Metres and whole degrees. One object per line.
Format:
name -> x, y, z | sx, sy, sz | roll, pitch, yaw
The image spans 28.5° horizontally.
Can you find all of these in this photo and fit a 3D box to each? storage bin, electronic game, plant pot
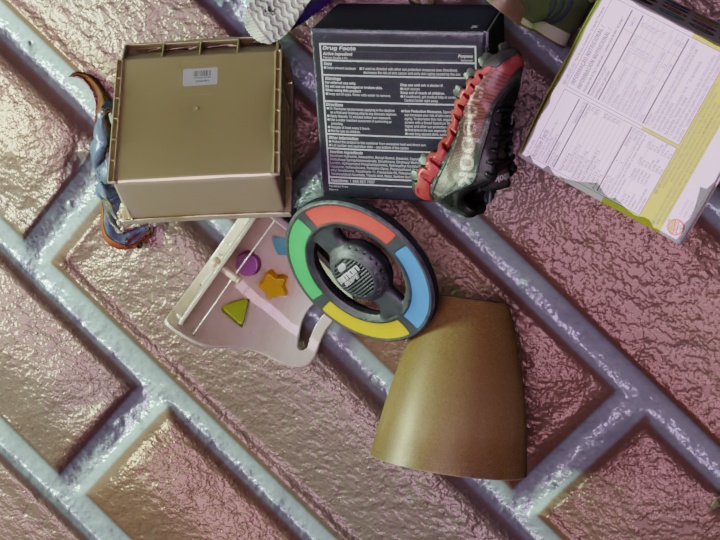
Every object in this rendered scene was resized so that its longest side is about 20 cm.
storage bin -> -0.184, -0.167, 1.660 | 0.200, 0.094, 0.199 | -3, 64, 5
electronic game -> 0.000, 0.000, 1.633 | 0.200, 0.042, 0.200 | 22, 137, 22
plant pot -> 0.116, 0.132, 1.679 | 0.186, 0.186, 0.200 | 7, 89, 14

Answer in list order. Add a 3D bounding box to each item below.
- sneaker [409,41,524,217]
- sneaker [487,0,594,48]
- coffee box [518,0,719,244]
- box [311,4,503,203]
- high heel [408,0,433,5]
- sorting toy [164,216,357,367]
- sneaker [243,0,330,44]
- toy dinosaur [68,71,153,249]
sneaker -> 0.131, -0.139, 1.485 | 0.098, 0.071, 0.201 | 41, 123, 23
sneaker -> 0.199, -0.305, 1.533 | 0.067, 0.200, 0.090 | 45, 108, 23
coffee box -> 0.311, -0.179, 1.524 | 0.198, 0.200, 0.200 | 29, 110, 7
box -> 0.060, -0.193, 1.608 | 0.200, 0.123, 0.199 | 4, 117, 14
high heel -> 0.019, -0.390, 1.642 | 0.142, 0.071, 0.200 | 7, 118, 36
sorting toy -> -0.106, 0.027, 1.747 | 0.180, 0.107, 0.200 | 36, 108, -3
sneaker -> -0.045, -0.344, 1.635 | 0.200, 0.100, 0.070 | -33, 98, 23
toy dinosaur -> -0.302, -0.124, 1.793 | 0.200, 0.105, 0.182 | 48, 129, 39
